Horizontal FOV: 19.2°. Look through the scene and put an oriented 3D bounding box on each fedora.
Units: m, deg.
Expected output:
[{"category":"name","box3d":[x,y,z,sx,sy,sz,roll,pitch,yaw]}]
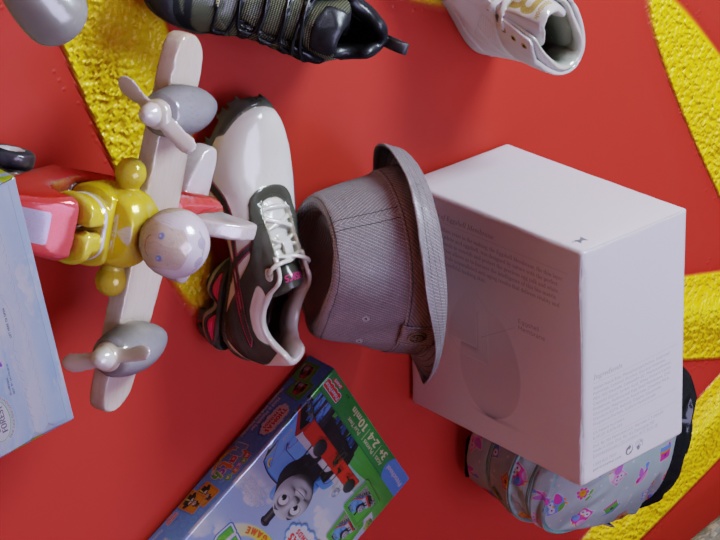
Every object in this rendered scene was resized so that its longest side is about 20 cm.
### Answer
[{"category":"fedora","box3d":[0.000,0.000,1.575,0.090,0.177,0.200,-9,161,-12]}]

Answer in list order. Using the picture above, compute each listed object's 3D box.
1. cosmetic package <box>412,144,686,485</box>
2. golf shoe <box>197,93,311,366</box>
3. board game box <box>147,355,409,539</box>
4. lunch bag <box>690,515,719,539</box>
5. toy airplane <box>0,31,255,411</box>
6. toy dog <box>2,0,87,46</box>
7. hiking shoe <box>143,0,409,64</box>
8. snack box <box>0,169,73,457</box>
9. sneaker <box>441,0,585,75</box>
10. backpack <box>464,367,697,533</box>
[{"category":"cosmetic package","box3d":[0.145,0.029,1.680,0.123,0.199,0.200,-23,122,-34]},{"category":"golf shoe","box3d":[-0.066,-0.028,1.540,0.077,0.088,0.200,-15,116,-37]},{"category":"board game box","box3d":[-0.063,0.189,1.669,0.200,0.037,0.151,-48,133,-17]},{"category":"lunch bag","box3d":[0.375,0.307,2.057,0.200,0.139,0.168,-33,127,-30]},{"category":"toy airplane","box3d":[-0.143,-0.029,1.416,0.199,0.141,0.200,-44,132,-22]},{"category":"toy dog","box3d":[-0.236,-0.236,1.291,0.096,0.132,0.200,-77,159,-50]},{"category":"hiking shoe","box3d":[-0.056,-0.187,1.470,0.200,0.101,0.076,4,103,-44]},{"category":"snack box","box3d":[-0.267,0.001,1.280,0.068,0.200,0.169,-29,125,-32]},{"category":"sneaker","box3d":[0.099,-0.222,1.593,0.074,0.116,0.200,-55,134,-8]},{"category":"backpack","box3d":[0.190,0.145,1.826,0.200,0.127,0.167,-6,114,-39]}]
